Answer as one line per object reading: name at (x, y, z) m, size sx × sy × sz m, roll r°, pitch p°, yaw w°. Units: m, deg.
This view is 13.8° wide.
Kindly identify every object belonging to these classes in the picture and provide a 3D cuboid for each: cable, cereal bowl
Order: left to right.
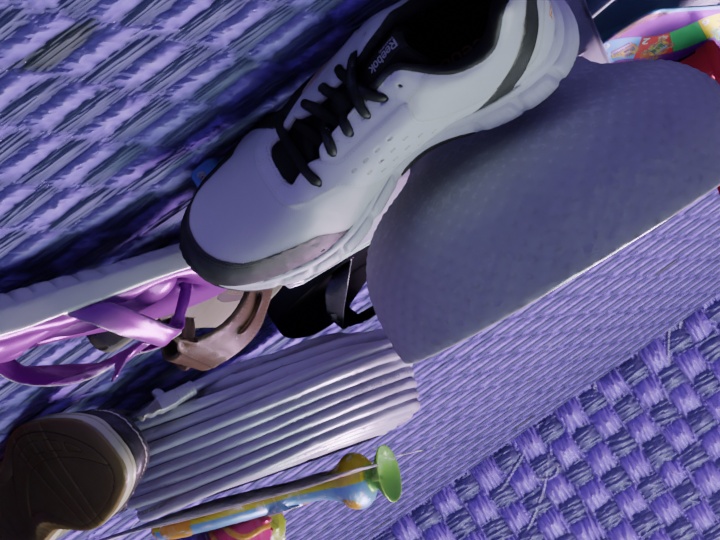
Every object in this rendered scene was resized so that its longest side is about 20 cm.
cable at (-0.058, 0.091, 1.801) m, size 0.200 × 0.069 × 0.200 m, roll -19°, pitch 176°, yaw -5°
cereal bowl at (0.083, -0.040, 1.383) m, size 0.200 × 0.083 × 0.200 m, roll -32°, pitch -179°, yaw 1°

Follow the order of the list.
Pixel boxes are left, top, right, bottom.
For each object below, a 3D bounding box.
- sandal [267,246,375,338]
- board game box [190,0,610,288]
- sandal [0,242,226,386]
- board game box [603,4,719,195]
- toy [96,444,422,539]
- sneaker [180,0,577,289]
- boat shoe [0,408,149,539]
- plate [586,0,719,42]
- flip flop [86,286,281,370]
sandal at (0.000, 0.000, 1.730) m, size 0.076 × 0.043 × 0.200 m, roll -29°, pitch 170°, yaw -28°
board game box at (0.026, -0.068, 1.440) m, size 0.200 × 0.026 × 0.200 m, roll -31°, pitch 165°, yaw 4°
sandal at (-0.130, 0.032, 1.359) m, size 0.202 × 0.050 × 0.082 m, roll -16°, pitch 171°, yaw -39°
board game box at (0.200, -0.078, 1.586) m, size 0.200 × 0.039 × 0.158 m, roll -6°, pitch 145°, yaw -15°
toy at (-0.065, 0.157, 1.838) m, size 0.200 × 0.047 × 0.115 m, roll -20°, pitch 176°, yaw 22°
sneaker at (-0.001, -0.070, 1.288) m, size 0.200 × 0.074 × 0.080 m, roll -39°, pitch 157°, yaw 3°
boat shoe at (-0.161, 0.111, 1.686) m, size 0.066 × 0.072 × 0.201 m, roll -35°, pitch 178°, yaw -31°
plate at (0.165, -0.156, 1.555) m, size 0.200 × 0.026 × 0.200 m, roll -33°, pitch 172°, yaw -5°
flip flop at (-0.077, 0.021, 1.525) m, size 0.081 × 0.058 × 0.200 m, roll -36°, pitch 171°, yaw 12°
